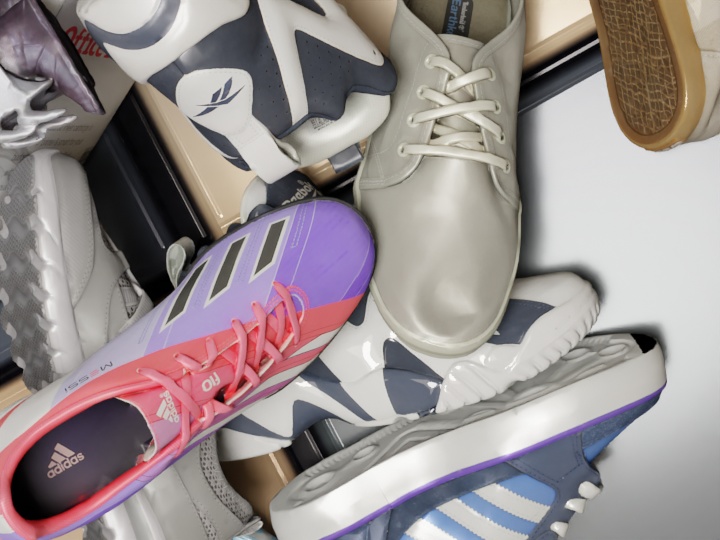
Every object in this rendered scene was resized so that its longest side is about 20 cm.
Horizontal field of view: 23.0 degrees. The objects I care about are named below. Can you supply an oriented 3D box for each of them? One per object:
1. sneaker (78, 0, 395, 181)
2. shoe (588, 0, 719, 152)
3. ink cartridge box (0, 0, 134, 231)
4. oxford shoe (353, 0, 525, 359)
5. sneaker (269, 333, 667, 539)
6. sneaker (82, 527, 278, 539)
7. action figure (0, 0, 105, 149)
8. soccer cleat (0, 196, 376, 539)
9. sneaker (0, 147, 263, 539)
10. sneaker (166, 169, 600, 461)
[{"bbox_3d":[-0.038,-0.108,0.760,0.079,0.200,0.130,-31,110,19],"label":"sneaker"},{"bbox_3d":[0.130,-0.153,0.786,0.053,0.070,0.202,-8,88,-31],"label":"shoe"},{"bbox_3d":[-0.187,-0.058,0.804,0.083,0.145,0.201,34,100,7],"label":"ink cartridge box"},{"bbox_3d":[0.038,-0.062,0.767,0.075,0.058,0.202,7,70,-4],"label":"oxford shoe"},{"bbox_3d":[0.070,0.130,0.810,0.199,0.081,0.147,-26,101,5],"label":"sneaker"},{"bbox_3d":[-0.075,0.130,0.838,0.081,0.074,0.201,-23,100,7],"label":"sneaker"},{"bbox_3d":[-0.196,-0.035,0.672,0.199,0.130,0.070,-33,95,-1],"label":"action figure"},{"bbox_3d":[-0.069,0.042,0.707,0.199,0.073,0.068,-35,104,-12],"label":"soccer cleat"},{"bbox_3d":[-0.103,0.041,0.780,0.082,0.075,0.201,-20,100,-26],"label":"sneaker"},{"bbox_3d":[0.000,0.000,0.804,0.198,0.079,0.130,-15,100,22],"label":"sneaker"}]
